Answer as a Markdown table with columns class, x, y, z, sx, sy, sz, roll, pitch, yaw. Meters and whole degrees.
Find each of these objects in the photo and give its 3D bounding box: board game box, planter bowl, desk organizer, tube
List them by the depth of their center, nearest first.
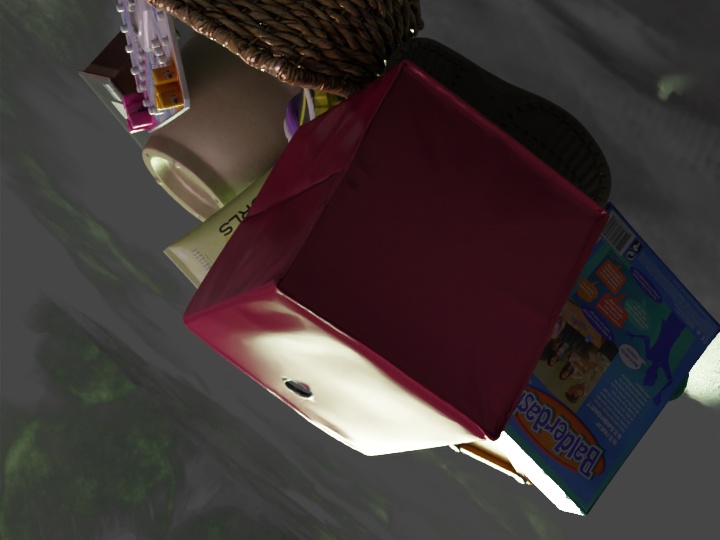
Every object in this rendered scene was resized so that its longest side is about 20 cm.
| class | x | y | z | sx | sy | sz | roll | pitch | yaw |
| --- | --- | --- | --- | --- | --- | --- | --- | --- | --- |
| board game box | 0.180 | 0.070 | 1.295 | 0.152 | 0.200 | 0.045 | 46 | 162 | -18 |
| board game box | -0.202 | -0.230 | 1.437 | 0.200 | 0.026 | 0.202 | 175 | 82 | -73 |
| tube | -0.084 | -0.056 | 1.498 | 0.058 | 0.200 | 0.052 | 48 | 178 | 17 |
| planter bowl | -0.128 | -0.124 | 1.578 | 0.200 | 0.135 | 0.200 | 36 | 164 | 13 |
| desk organizer | -0.203 | -0.164 | 1.733 | 0.072 | 0.077 | 0.200 | 18 | 153 | 51 |

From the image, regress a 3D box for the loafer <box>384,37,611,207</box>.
| class | x | y | z | sx | sy | sz | roll | pitch | yaw |
| --- | --- | --- | --- | --- | --- | --- | --- | --- | --- |
| loafer | 0.105 | -0.107 | 1.233 | 0.200 | 0.076 | 0.067 | 38 | 176 | -5 |

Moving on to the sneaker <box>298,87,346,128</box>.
| class | x | y | z | sx | sy | sz | roll | pitch | yaw |
| --- | --- | --- | --- | --- | --- | --- | --- | --- | --- |
| sneaker | -0.017 | -0.104 | 1.342 | 0.074 | 0.202 | 0.085 | 3 | 174 | -1 |

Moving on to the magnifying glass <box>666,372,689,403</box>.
| class | x | y | z | sx | sy | sz | roll | pitch | yaw |
| --- | --- | --- | --- | --- | --- | --- | --- | --- | --- |
| magnifying glass | 0.200 | 0.050 | 1.350 | 0.199 | 0.080 | 0.022 | 31 | 147 | -27 |

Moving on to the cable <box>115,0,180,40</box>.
| class | x | y | z | sx | sy | sz | roll | pitch | yaw |
| --- | --- | --- | --- | --- | --- | --- | --- | --- | --- |
| cable | -0.267 | -0.289 | 1.598 | 0.200 | 0.050 | 0.097 | 50 | 162 | -26 |

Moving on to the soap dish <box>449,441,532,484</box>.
| class | x | y | z | sx | sy | sz | roll | pitch | yaw |
| --- | --- | --- | --- | --- | --- | --- | --- | --- | --- |
| soap dish | 0.134 | 0.142 | 1.782 | 0.157 | 0.081 | 0.200 | 23 | 155 | 45 |

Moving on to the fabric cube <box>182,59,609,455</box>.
| class | x | y | z | sx | sy | sz | roll | pitch | yaw |
| --- | --- | --- | --- | --- | --- | --- | --- | --- | --- |
| fabric cube | 0.022 | 0.002 | 1.179 | 0.196 | 0.201 | 0.199 | 36 | 159 | -16 |

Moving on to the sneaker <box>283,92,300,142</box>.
| class | x | y | z | sx | sy | sz | roll | pitch | yaw |
| --- | --- | --- | --- | --- | --- | --- | --- | --- | --- |
| sneaker | 0.014 | -0.114 | 1.411 | 0.200 | 0.080 | 0.089 | 34 | 150 | 28 |

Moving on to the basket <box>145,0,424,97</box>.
| class | x | y | z | sx | sy | sz | roll | pitch | yaw |
| --- | --- | --- | --- | --- | --- | --- | --- | --- | --- |
| basket | -0.071 | -0.200 | 1.239 | 0.199 | 0.149 | 0.143 | 31 | 161 | 24 |
